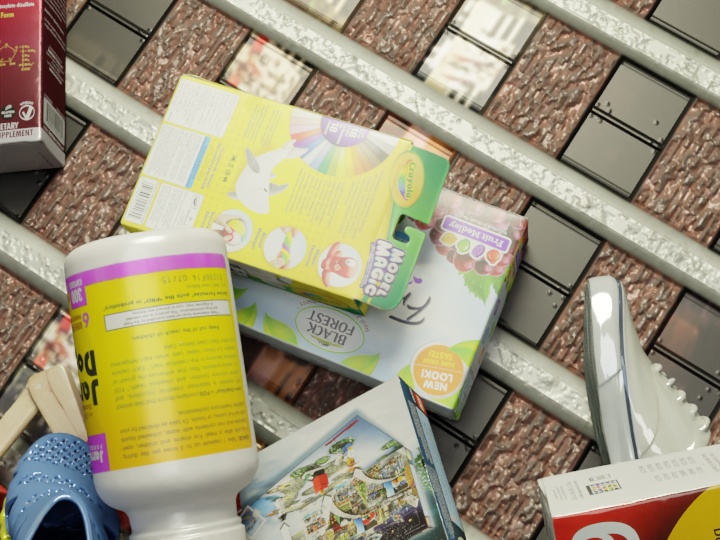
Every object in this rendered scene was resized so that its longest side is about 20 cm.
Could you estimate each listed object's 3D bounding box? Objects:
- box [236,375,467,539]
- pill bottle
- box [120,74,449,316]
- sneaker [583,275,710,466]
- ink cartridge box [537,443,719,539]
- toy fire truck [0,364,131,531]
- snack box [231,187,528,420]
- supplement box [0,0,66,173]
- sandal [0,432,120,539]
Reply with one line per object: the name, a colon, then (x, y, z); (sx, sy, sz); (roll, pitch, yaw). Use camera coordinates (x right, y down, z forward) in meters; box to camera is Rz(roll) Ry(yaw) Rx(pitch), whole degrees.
box: (-0.035, 0.172, 0.898); (0.199, 0.038, 0.137); (-30, 48, 14)
pill bottle: (-0.120, 0.081, 0.880); (0.103, 0.104, 0.202); (-10, 84, 4)
box: (-0.047, -0.049, 0.952); (0.198, 0.048, 0.118); (18, 78, 16)
sneaker: (0.191, 0.100, 0.931); (0.070, 0.073, 0.202); (-10, 84, 1)
ink cartridge box: (0.212, 0.214, 0.853); (0.174, 0.084, 0.202); (-12, 97, 2)
toy fire truck: (-0.190, 0.111, 0.978); (0.140, 0.049, 0.201); (23, 79, 11)
snack box: (0.000, 0.000, 0.984); (0.198, 0.053, 0.143); (20, 79, 12)
supplement box: (-0.278, -0.176, 1.058); (0.108, 0.061, 0.202); (-5, 74, 5)
sandal: (-0.179, 0.165, 0.854); (0.079, 0.088, 0.201); (9, 33, -16)
